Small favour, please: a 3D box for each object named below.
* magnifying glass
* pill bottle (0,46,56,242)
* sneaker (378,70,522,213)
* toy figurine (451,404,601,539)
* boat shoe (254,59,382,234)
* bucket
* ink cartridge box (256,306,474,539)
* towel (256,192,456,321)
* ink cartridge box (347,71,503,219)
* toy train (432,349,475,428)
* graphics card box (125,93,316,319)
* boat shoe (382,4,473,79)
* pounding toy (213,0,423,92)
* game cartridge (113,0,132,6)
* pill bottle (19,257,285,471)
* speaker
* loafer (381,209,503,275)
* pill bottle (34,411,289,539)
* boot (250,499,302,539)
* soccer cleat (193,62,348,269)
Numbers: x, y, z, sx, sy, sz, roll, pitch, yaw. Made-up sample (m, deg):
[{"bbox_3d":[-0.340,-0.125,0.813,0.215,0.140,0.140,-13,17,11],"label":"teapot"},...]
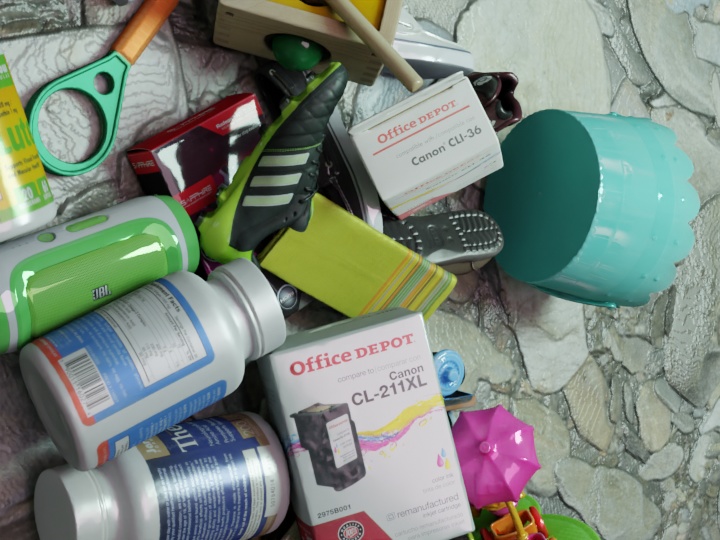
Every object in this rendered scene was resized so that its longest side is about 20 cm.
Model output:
[{"bbox_3d":[-0.220,-0.167,1.204,0.080,0.022,0.201,43,67,-28],"label":"magnifying glass"},{"bbox_3d":[-0.317,-0.119,1.071,0.111,0.111,0.202,-25,104,-34],"label":"pill bottle"},{"bbox_3d":[0.089,-0.134,1.373,0.076,0.115,0.201,48,63,-26],"label":"sneaker"},{"bbox_3d":[0.134,0.206,1.341,0.149,0.200,0.185,-21,116,-3],"label":"toy figurine"},{"bbox_3d":[-0.043,-0.108,1.292,0.066,0.070,0.202,-20,89,-24],"label":"boat shoe"},{"bbox_3d":[0.231,-0.067,1.432,0.134,0.206,0.209,9,84,-34],"label":"bucket"},{"bbox_3d":[0.002,0.147,1.227,0.144,0.083,0.202,-15,94,-11],"label":"ink cartridge box"},{"bbox_3d":[0.000,0.000,1.284,0.199,0.018,0.086,30,104,-39],"label":"towel"},{"bbox_3d":[0.061,-0.108,1.244,0.116,0.200,0.068,-28,83,5],"label":"ink cartridge box"},{"bbox_3d":[0.022,0.133,1.343,0.199,0.086,0.115,-5,101,-38],"label":"toy train"},{"bbox_3d":[-0.114,-0.045,1.261,0.125,0.051,0.201,-33,110,-33],"label":"graphics card box"},{"bbox_3d":[0.026,-0.231,1.350,0.198,0.073,0.066,7,82,-32],"label":"boat shoe"},{"bbox_3d":[-0.026,-0.252,1.226,0.182,0.142,0.202,14,77,-6],"label":"pounding toy"},{"bbox_3d":[-0.189,-0.337,1.219,0.133,0.041,0.201,42,66,-25],"label":"game cartridge"},{"bbox_3d":[-0.164,0.069,1.127,0.199,0.112,0.113,-27,105,-25],"label":"pill bottle"},{"bbox_3d":[-0.234,0.002,1.149,0.199,0.088,0.089,-23,103,-35],"label":"speaker"},{"bbox_3d":[0.044,-0.012,1.364,0.198,0.071,0.074,-1,54,-22],"label":"loafer"},{"bbox_3d":[-0.168,0.189,1.178,0.199,0.111,0.112,-8,94,-37],"label":"pill bottle"},{"bbox_3d":[-0.009,0.245,1.324,0.155,0.072,0.200,50,62,-22],"label":"boot"},{"bbox_3d":[-0.061,-0.085,1.186,0.081,0.068,0.201,35,102,-9],"label":"soccer cleat"}]
